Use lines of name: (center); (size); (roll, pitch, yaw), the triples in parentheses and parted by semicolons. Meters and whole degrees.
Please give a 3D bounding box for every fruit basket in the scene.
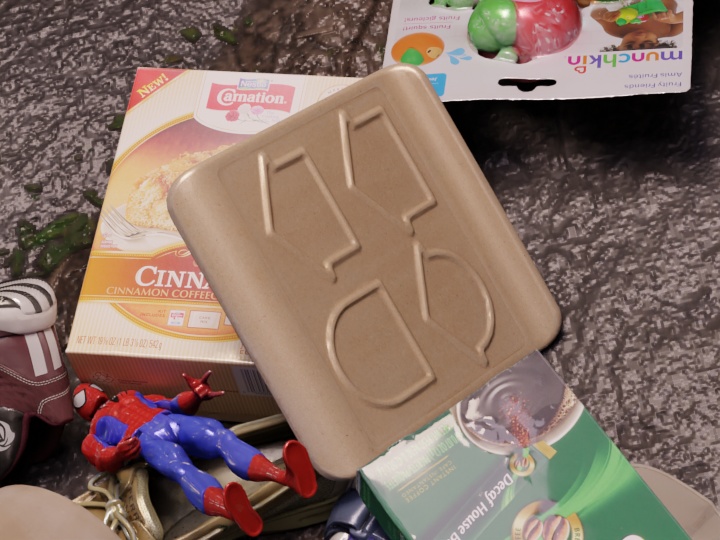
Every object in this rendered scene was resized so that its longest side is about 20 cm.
fruit basket: (0.108, -0.173, 1.552); (0.184, 0.094, 0.201); (-1, 38, 11)

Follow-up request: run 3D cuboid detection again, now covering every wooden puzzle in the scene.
wooden puzzle: (0.000, 0.000, 1.431); (0.200, 0.046, 0.186); (-31, 91, -41)

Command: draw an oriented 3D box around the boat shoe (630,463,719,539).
boat shoe: (0.204, 0.177, 1.357); (0.200, 0.057, 0.067); (36, 35, 24)

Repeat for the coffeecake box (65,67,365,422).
coffeecake box: (-0.072, -0.016, 1.515); (0.152, 0.073, 0.201); (3, 58, 12)

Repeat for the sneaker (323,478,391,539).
sneaker: (-0.018, 0.168, 1.390); (0.199, 0.081, 0.147); (-7, 51, 9)

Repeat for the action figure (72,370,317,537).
action figure: (-0.102, 0.091, 1.402); (0.065, 0.052, 0.200); (-39, 28, -24)

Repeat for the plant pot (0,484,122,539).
plant pot: (-0.199, 0.212, 1.347); (0.199, 0.201, 0.174); (21, 47, 23)

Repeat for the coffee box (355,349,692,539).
coffee box: (0.103, 0.151, 1.316); (0.123, 0.044, 0.200); (-32, 69, -14)

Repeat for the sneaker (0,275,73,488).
sneaker: (-0.245, 0.077, 1.498); (0.199, 0.116, 0.076); (-11, 11, 38)

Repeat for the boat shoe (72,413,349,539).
boat shoe: (-0.095, 0.125, 1.437); (0.199, 0.063, 0.074); (-16, 56, 1)
